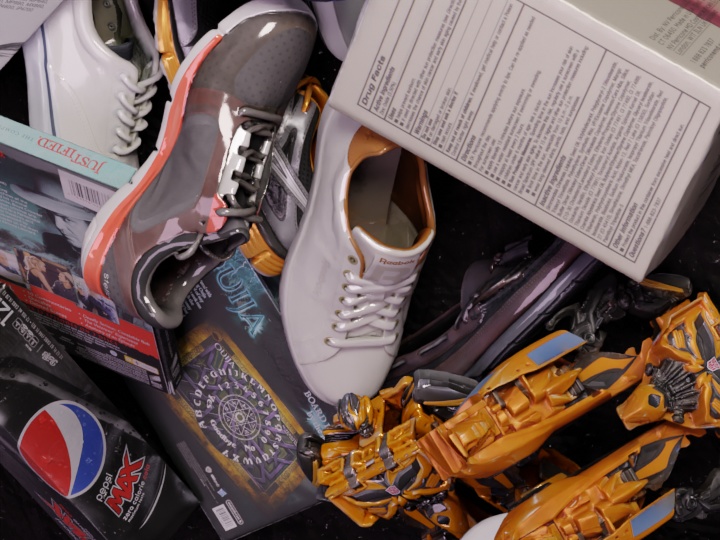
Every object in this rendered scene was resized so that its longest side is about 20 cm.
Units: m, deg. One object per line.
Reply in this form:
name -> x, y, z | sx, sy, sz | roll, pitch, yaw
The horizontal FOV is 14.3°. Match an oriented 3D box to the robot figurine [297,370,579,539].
robot figurine -> 0.061, 0.130, 1.643 | 0.145, 0.058, 0.200 | -31, 129, 34

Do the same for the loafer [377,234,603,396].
loafer -> 0.068, 0.027, 1.640 | 0.063, 0.072, 0.200 | 47, 130, 8

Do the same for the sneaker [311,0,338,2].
sneaker -> -0.066, -0.170, 1.516 | 0.200, 0.078, 0.076 | 9, 120, 50

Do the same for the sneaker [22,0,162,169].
sneaker -> -0.152, -0.104, 1.678 | 0.071, 0.073, 0.201 | -1, 110, 33

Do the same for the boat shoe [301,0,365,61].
boat shoe -> -0.030, -0.210, 1.574 | 0.064, 0.071, 0.201 | 2, 113, 36

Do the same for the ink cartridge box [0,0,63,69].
ink cartridge box -> -0.257, -0.178, 1.657 | 0.200, 0.084, 0.145 | -42, 59, 36

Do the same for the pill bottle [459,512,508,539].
pill bottle -> 0.070, 0.228, 1.623 | 0.106, 0.106, 0.200 | 35, 141, 7

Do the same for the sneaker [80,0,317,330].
sneaker -> -0.071, -0.053, 1.564 | 0.082, 0.077, 0.200 | 42, 107, 38

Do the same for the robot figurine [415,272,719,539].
robot figurine -> 0.138, 0.085, 1.561 | 0.145, 0.200, 0.058 | 59, 158, 3

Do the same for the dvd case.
dvd case -> -0.180, -0.014, 1.690 | 0.146, 0.022, 0.200 | 21, 149, 21

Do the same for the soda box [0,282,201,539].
soda box -> -0.190, 0.095, 1.760 | 0.200, 0.063, 0.071 | 50, 158, -25

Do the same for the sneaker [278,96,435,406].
sneaker -> 0.000, 0.000, 1.606 | 0.073, 0.085, 0.201 | -6, 120, -17

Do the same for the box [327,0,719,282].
box -> 0.105, -0.109, 1.527 | 0.200, 0.109, 0.128 | 31, 124, 11

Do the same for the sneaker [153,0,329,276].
sneaker -> -0.058, -0.099, 1.645 | 0.077, 0.078, 0.201 | -18, 108, 17

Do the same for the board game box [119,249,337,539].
board game box -> -0.081, 0.059, 1.754 | 0.135, 0.028, 0.200 | -25, 101, 34
